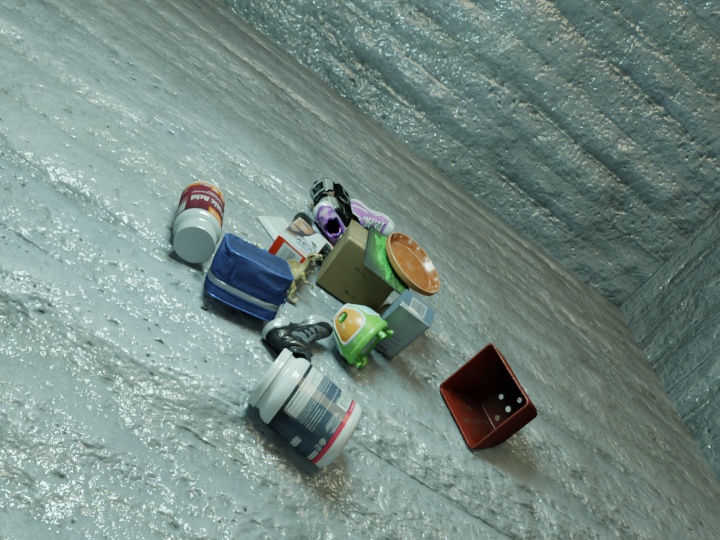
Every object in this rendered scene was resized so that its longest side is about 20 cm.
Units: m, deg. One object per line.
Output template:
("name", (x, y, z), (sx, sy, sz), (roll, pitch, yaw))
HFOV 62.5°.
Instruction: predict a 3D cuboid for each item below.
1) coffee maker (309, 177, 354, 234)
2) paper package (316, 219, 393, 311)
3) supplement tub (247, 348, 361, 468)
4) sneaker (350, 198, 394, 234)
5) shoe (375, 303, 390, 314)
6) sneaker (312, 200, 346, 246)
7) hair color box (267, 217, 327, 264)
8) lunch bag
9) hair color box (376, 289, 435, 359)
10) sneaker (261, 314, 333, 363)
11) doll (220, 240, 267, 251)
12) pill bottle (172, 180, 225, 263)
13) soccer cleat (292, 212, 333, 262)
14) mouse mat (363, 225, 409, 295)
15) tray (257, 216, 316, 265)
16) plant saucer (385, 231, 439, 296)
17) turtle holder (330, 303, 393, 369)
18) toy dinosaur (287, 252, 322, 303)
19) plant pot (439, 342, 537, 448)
("coffee maker", (-0.084, -0.172, 1.924), (0.203, 0.130, 0.196), (-103, 177, -52))
("paper package", (0.000, 0.000, 1.659), (0.197, 0.192, 0.105), (33, 30, -12))
("supplement tub", (-0.107, 0.264, 1.145), (0.198, 0.141, 0.141), (39, 25, -1))
("sneaker", (0.029, -0.169, 2.129), (0.196, 0.074, 0.115), (27, 30, -4))
("shoe", (0.091, 0.137, 1.709), (0.053, 0.071, 0.198), (40, 21, 23))
("sneaker", (-0.071, -0.111, 1.782), (0.202, 0.080, 0.089), (56, -4, -37))
("hair color box", (-0.167, -0.067, 1.616), (0.110, 0.064, 0.201), (39, 19, -4))
("lunch bag", (-0.250, 0.026, 1.345), (0.196, 0.135, 0.136), (27, 12, -22))
("hair color box", (0.100, 0.144, 1.551), (0.098, 0.200, 0.061), (35, 47, -7))
("sneaker", (-0.126, 0.170, 1.355), (0.196, 0.076, 0.115), (3, 44, -44))
("doll", (-0.261, -0.023, 1.501), (0.196, 0.049, 0.138), (26, 29, -27))
("pill bottle", (-0.382, -0.116, 1.404), (0.112, 0.115, 0.203), (26, 28, -25))
("soccer cleat", (-0.137, -0.093, 1.786), (0.201, 0.068, 0.073), (49, 3, 27))
("mouse mat", (0.075, -0.025, 1.583), (0.159, 0.008, 0.202), (38, 29, -18))
("tray", (-0.209, -0.092, 1.716), (0.201, 0.022, 0.106), (51, 26, 21))
("plant saucer", (0.140, -0.015, 1.620), (0.198, 0.032, 0.203), (36, 31, -24))
("turtle holder", (0.002, 0.149, 1.483), (0.132, 0.142, 0.184), (43, 26, 12))
("toy dinosaur", (-0.179, 0.025, 1.497), (0.058, 0.197, 0.103), (35, -26, 51))
("plant pot", (0.367, 0.360, 1.617), (0.175, 0.199, 0.203), (32, 23, -44))
